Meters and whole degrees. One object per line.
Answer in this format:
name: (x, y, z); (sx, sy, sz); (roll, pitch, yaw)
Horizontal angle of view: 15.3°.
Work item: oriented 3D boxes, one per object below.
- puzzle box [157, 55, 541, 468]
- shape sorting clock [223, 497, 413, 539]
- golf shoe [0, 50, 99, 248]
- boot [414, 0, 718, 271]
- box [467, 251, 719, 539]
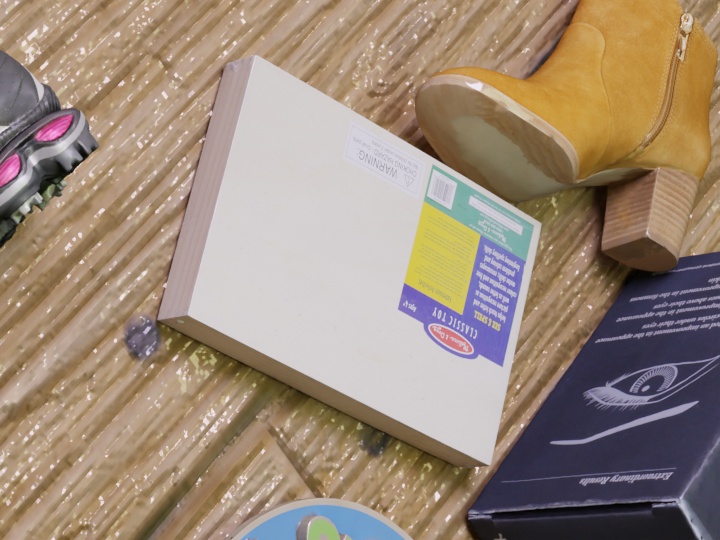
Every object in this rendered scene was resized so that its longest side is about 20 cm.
puzzle box: (0.000, 0.000, 1.281); (0.200, 0.025, 0.134); (29, 65, -35)
shape sorting clock: (-0.016, 0.205, 1.226); (0.199, 0.039, 0.201); (7, 79, -40)
golf shoe: (-0.198, -0.020, 1.090); (0.088, 0.077, 0.200); (46, 51, -4)
boot: (0.109, -0.101, 1.373); (0.201, 0.071, 0.145); (31, 58, -38)
box: (0.173, 0.088, 1.340); (0.105, 0.148, 0.200); (54, 54, -22)
